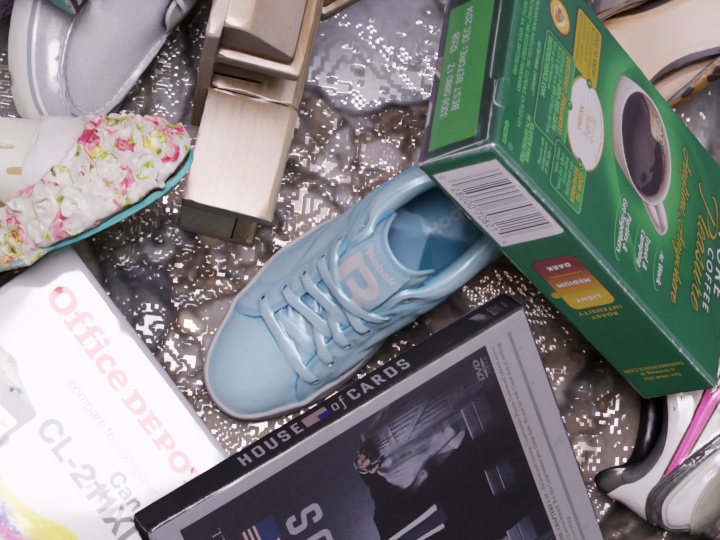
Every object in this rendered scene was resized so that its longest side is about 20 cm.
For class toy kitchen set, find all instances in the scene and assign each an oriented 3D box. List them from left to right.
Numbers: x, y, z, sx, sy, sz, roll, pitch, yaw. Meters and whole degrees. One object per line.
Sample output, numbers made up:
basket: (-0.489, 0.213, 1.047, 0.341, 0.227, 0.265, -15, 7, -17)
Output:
toy kitchen set: (0.019, -0.110, 0.846, 0.179, 0.163, 0.201, 14, 80, -4)

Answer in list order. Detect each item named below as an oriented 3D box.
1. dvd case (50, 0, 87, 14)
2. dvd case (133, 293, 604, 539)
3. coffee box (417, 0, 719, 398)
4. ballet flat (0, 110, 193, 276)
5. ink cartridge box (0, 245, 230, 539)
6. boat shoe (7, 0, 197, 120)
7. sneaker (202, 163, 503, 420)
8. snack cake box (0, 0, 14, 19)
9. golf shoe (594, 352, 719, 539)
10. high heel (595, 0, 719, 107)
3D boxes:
dvd case: (-0.124, -0.227, 0.829, 0.146, 0.022, 0.200, 31, 77, 21)
dvd case: (0.011, 0.122, 0.833, 0.199, 0.025, 0.151, -30, 119, -16)
coffee box: (0.104, -0.042, 0.815, 0.200, 0.044, 0.123, 41, 47, -39)
ballet flat: (-0.169, -0.031, 0.812, 0.199, 0.076, 0.064, -24, 120, 25)
ink cartridge box: (-0.171, 0.104, 0.830, 0.200, 0.083, 0.146, -38, 87, -11)
boat shoe: (-0.100, -0.152, 0.838, 0.070, 0.071, 0.202, 32, 73, -42)
sneaker: (0.000, 0.000, 0.850, 0.200, 0.082, 0.074, -40, 82, 6)
snack cake box: (-0.234, -0.211, 0.883, 0.115, 0.067, 0.201, -32, 86, -12)
golf shoe: (0.177, 0.031, 0.888, 0.092, 0.073, 0.201, 17, 79, -3)
high heel: (0.133, -0.106, 0.869, 0.199, 0.143, 0.072, -24, 84, -10)
